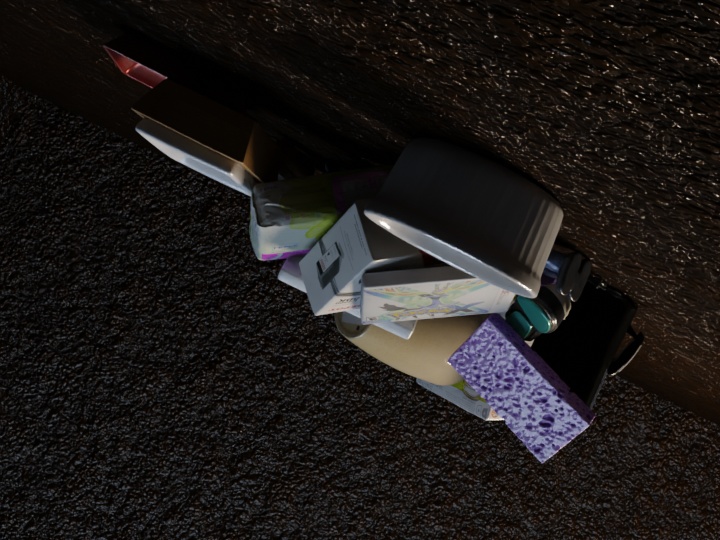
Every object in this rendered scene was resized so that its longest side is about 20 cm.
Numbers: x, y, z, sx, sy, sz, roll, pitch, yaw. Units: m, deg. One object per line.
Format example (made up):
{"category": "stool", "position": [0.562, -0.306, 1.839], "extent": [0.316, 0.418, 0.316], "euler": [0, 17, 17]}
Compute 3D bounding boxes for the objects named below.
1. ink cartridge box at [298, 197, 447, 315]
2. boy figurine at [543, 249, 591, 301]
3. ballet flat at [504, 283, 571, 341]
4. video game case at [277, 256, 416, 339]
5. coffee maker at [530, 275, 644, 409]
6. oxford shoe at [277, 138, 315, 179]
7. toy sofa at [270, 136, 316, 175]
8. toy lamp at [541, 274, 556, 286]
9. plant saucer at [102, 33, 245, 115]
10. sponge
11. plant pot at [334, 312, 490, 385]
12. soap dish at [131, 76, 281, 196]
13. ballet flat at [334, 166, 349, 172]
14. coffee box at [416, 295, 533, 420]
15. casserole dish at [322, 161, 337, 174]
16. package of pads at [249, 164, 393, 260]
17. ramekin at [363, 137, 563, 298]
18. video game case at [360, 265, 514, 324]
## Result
{"category": "ink cartridge box", "position": [0.027, -0.020, 1.439], "extent": [0.146, 0.083, 0.200], "euler": [-8, 162, -27]}
{"category": "boy figurine", "position": [0.192, -0.027, 1.440], "extent": [0.200, 0.065, 0.124], "euler": [22, 178, 31]}
{"category": "ballet flat", "position": [0.241, 0.049, 1.500], "extent": [0.073, 0.073, 0.200], "euler": [26, 167, 1]}
{"category": "video game case", "position": [0.000, 0.000, 1.592], "extent": [0.199, 0.024, 0.182], "euler": [25, -146, -1]}
{"category": "coffee maker", "position": [0.298, 0.112, 1.615], "extent": [0.134, 0.201, 0.192], "euler": [23, 176, 42]}
{"category": "oxford shoe", "position": [-0.088, -0.134, 1.764], "extent": [0.071, 0.071, 0.200], "euler": [20, 159, 29]}
{"category": "toy sofa", "position": [-0.108, -0.139, 1.855], "extent": [0.200, 0.098, 0.083], "euler": [29, 177, -32]}
{"category": "toy lamp", "position": [0.250, 0.005, 1.615], "extent": [0.058, 0.058, 0.200], "euler": [26, 180, -1]}
{"category": "plant saucer", "position": [-0.234, -0.252, 1.501], "extent": [0.199, 0.037, 0.200], "euler": [26, 178, -4]}
{"category": "sponge", "position": [0.220, 0.162, 1.557], "extent": [0.200, 0.112, 0.030], "euler": [47, -138, 7]}
{"category": "plant pot", "position": [0.064, 0.071, 1.693], "extent": [0.200, 0.188, 0.187], "euler": [12, -172, -40]}
{"category": "soap dish", "position": [-0.187, -0.166, 1.429], "extent": [0.157, 0.081, 0.200], "euler": [26, 178, 9]}
{"category": "ballet flat", "position": [0.011, -0.104, 1.642], "extent": [0.068, 0.069, 0.200], "euler": [27, 178, -35]}
{"category": "coffee box", "position": [0.237, 0.116, 1.817], "extent": [0.199, 0.199, 0.199], "euler": [3, -169, -34]}
{"category": "casserole dish", "position": [-0.024, -0.070, 1.736], "extent": [0.201, 0.039, 0.121], "euler": [64, -168, -10]}
{"category": "package of pads", "position": [-0.046, -0.074, 1.480], "extent": [0.199, 0.068, 0.155], "euler": [-9, 164, -8]}
{"category": "ramekin", "position": [0.113, -0.058, 1.167], "extent": [0.200, 0.098, 0.200], "euler": [27, 177, 1]}
{"category": "video game case", "position": [0.099, 0.030, 1.423], "extent": [0.199, 0.022, 0.182], "euler": [-4, 163, -2]}
